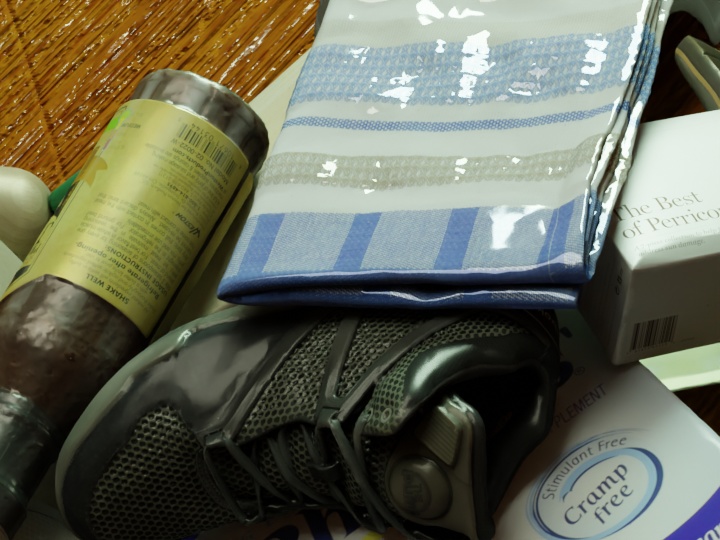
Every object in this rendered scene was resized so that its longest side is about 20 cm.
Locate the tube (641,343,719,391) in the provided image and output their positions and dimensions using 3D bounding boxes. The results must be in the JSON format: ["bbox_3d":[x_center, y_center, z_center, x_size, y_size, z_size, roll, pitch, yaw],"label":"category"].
[{"bbox_3d":[0.120,-0.012,1.146,0.058,0.052,0.201,-42,35,17],"label":"tube"}]

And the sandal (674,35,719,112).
[{"bbox_3d":[0.169,-0.031,1.127,0.055,0.081,0.201,-42,39,22],"label":"sandal"}]

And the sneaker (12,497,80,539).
[{"bbox_3d":[-0.083,0.155,0.982,0.075,0.092,0.200,-34,72,-20],"label":"sneaker"}]

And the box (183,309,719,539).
[{"bbox_3d":[0.052,0.123,0.987,0.183,0.105,0.200,-35,36,-7],"label":"box"}]

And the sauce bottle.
[{"bbox_3d":[-0.105,0.013,1.027,0.064,0.065,0.201,5,53,39],"label":"sauce bottle"}]

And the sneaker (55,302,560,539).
[{"bbox_3d":[-0.017,0.062,0.952,0.198,0.077,0.114,-21,30,2],"label":"sneaker"}]

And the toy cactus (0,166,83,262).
[{"bbox_3d":[-0.125,-0.023,1.204,0.200,0.164,0.103,-34,47,51],"label":"toy cactus"}]

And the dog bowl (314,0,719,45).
[{"bbox_3d":[0.074,-0.144,1.251,0.198,0.059,0.200,-3,28,2],"label":"dog bowl"}]

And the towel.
[{"bbox_3d":[0.037,-0.060,1.000,0.146,0.024,0.201,0,43,20],"label":"towel"}]

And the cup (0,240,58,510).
[{"bbox_3d":[-0.168,0.092,1.119,0.201,0.143,0.201,-49,19,23],"label":"cup"}]

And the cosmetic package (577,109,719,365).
[{"bbox_3d":[0.171,-0.026,1.015,0.199,0.051,0.083,-11,41,-20],"label":"cosmetic package"}]

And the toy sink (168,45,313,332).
[{"bbox_3d":[0.000,0.000,1.108,0.200,0.130,0.112,-40,35,11],"label":"toy sink"}]
